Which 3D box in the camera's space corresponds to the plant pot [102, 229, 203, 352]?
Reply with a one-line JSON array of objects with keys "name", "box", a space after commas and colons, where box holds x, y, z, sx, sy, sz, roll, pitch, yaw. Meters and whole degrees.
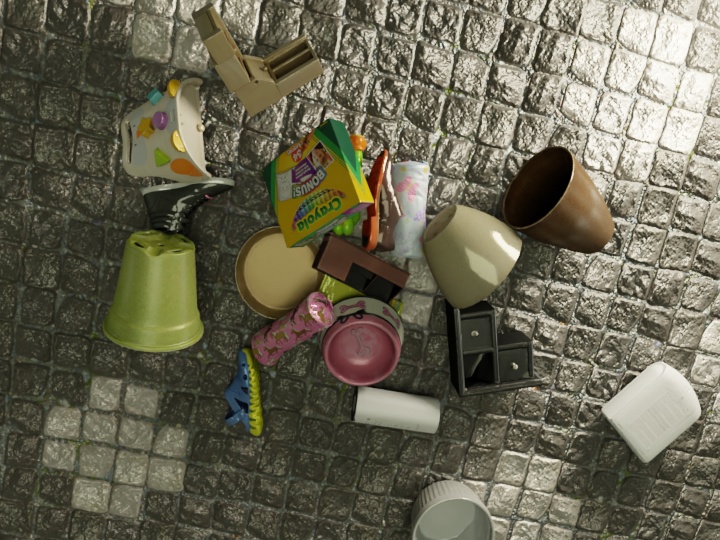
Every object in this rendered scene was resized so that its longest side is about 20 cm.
[{"name": "plant pot", "box": [-0.402, 0.029, 1.196, 0.194, 0.201, 0.189, 9, 109, -6]}]

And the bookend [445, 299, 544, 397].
[{"name": "bookend", "box": [0.297, 0.159, 1.342, 0.194, 0.092, 0.205, -6, 103, -4]}]

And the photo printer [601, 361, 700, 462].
[{"name": "photo printer", "box": [0.690, 0.327, 1.419, 0.200, 0.070, 0.167, -43, 102, 5]}]

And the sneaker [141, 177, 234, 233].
[{"name": "sneaker", "box": [-0.346, -0.131, 1.233, 0.194, 0.071, 0.102, -10, 86, 5]}]

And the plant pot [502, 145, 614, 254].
[{"name": "plant pot", "box": [0.432, -0.124, 1.260, 0.197, 0.187, 0.189, 29, 99, -24]}]

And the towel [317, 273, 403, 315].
[{"name": "towel", "box": [-0.004, 0.076, 1.328, 0.196, 0.018, 0.088, 23, 93, -16]}]

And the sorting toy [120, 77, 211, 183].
[{"name": "sorting toy", "box": [-0.397, -0.268, 1.182, 0.176, 0.106, 0.206, -12, 81, 23]}]

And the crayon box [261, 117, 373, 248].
[{"name": "crayon box", "box": [-0.089, -0.166, 1.186, 0.197, 0.058, 0.177, -28, 75, 32]}]

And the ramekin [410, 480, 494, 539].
[{"name": "ramekin", "box": [0.210, 0.598, 1.426, 0.194, 0.105, 0.206, -1, 103, -4]}]

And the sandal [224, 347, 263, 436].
[{"name": "sandal", "box": [-0.263, 0.272, 1.336, 0.084, 0.080, 0.206, 0, 101, 0]}]

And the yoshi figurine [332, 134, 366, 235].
[{"name": "yoshi figurine", "box": [-0.034, -0.174, 1.259, 0.110, 0.111, 0.207, 3, 88, -45]}]

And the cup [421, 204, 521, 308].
[{"name": "cup", "box": [0.207, -0.049, 1.230, 0.143, 0.201, 0.201, 41, 97, -15]}]

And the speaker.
[{"name": "speaker", "box": [0.080, 0.316, 1.367, 0.194, 0.081, 0.084, 10, 102, -6]}]

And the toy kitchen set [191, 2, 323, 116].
[{"name": "toy kitchen set", "box": [-0.204, -0.451, 1.145, 0.177, 0.201, 0.166, -29, 62, 2]}]

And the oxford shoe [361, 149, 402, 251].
[{"name": "oxford shoe", "box": [0.049, -0.139, 1.223, 0.071, 0.071, 0.206, 7, 90, -19]}]

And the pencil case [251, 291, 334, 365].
[{"name": "pencil case", "box": [-0.143, 0.125, 1.278, 0.198, 0.088, 0.083, -35, 119, 28]}]

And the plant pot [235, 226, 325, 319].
[{"name": "plant pot", "box": [-0.172, 0.005, 1.308, 0.194, 0.028, 0.206, -1, 102, -4]}]

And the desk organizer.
[{"name": "desk organizer", "box": [0.000, 0.000, 1.277, 0.196, 0.072, 0.079, 26, 84, -15]}]

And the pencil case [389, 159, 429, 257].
[{"name": "pencil case", "box": [0.103, -0.127, 1.270, 0.088, 0.083, 0.206, -2, 102, -5]}]

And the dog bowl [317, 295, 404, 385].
[{"name": "dog bowl", "box": [0.002, 0.161, 1.305, 0.194, 0.074, 0.205, -1, 118, -1]}]
